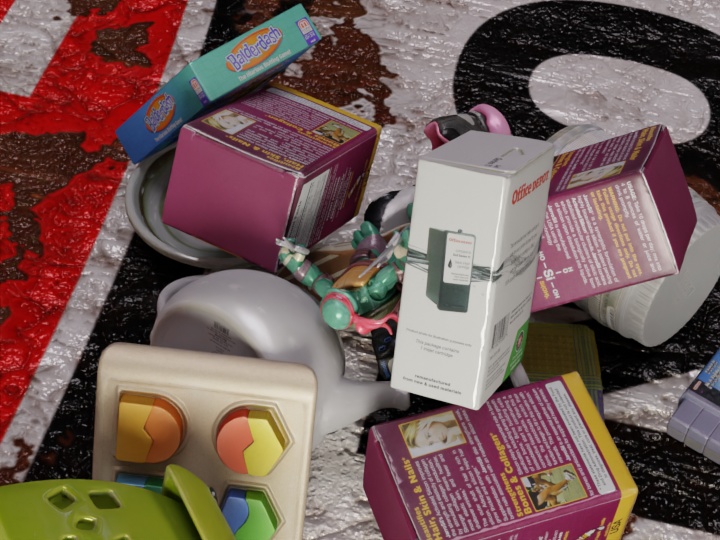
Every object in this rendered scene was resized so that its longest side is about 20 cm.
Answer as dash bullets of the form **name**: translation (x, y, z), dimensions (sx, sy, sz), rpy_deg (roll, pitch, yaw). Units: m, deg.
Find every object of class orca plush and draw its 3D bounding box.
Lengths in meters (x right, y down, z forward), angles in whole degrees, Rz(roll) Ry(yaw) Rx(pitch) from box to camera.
- **orca plush**: translation (0.068, -0.076, 1.645), dimensions (0.199, 0.106, 0.071), rpy_deg (-28, 44, -33)

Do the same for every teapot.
- **teapot**: translation (-0.087, 0.078, 1.419), dimensions (0.145, 0.196, 0.202), rpy_deg (-30, 92, -45)

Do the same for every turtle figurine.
- **turtle figurine**: translation (0.000, 0.000, 1.382), dimensions (0.148, 0.102, 0.200), rpy_deg (-1, 17, 24)

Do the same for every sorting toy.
- **sorting toy**: translation (-0.134, 0.169, 1.314), dimensions (0.182, 0.203, 0.037), rpy_deg (7, 16, 0)

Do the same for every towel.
- **towel**: translation (0.164, 0.123, 1.508), dimensions (0.141, 0.023, 0.202), rpy_deg (4, 45, -4)

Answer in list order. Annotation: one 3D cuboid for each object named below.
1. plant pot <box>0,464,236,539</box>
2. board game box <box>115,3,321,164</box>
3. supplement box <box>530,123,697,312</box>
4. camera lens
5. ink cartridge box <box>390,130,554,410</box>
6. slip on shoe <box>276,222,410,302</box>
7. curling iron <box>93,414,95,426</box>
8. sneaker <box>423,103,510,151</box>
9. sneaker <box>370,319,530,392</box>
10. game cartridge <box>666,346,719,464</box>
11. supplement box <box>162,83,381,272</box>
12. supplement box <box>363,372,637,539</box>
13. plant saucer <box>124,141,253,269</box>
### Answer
- **plant pot**: translation (-0.177, 0.277, 1.196), dimensions (0.179, 0.202, 0.200), rpy_deg (-12, 46, -26)
- **board game box**: translation (-0.147, -0.187, 1.596), dimensions (0.151, 0.199, 0.045), rpy_deg (-34, 94, -34)
- **supplement box**: translation (0.192, -0.042, 1.432), dimensions (0.198, 0.104, 0.131), rpy_deg (-16, 16, 26)
- **camera lens**: translation (0.251, -0.039, 1.580), dimensions (0.159, 0.161, 0.199), rpy_deg (-32, 56, -32)
- **ink cartridge box**: translation (0.096, -0.006, 1.324), dimensions (0.082, 0.203, 0.146), rpy_deg (13, 18, 19)
- **slip on shoe**: translation (0.006, 0.002, 1.537), dimensions (0.060, 0.198, 0.077), rpy_deg (6, 66, -55)
- **curling iron**: translation (-0.166, 0.179, 1.414), dimensions (0.199, 0.026, 0.050), rpy_deg (36, 73, 20)
- **sneaker**: translation (0.090, -0.064, 1.567), dimensions (0.094, 0.203, 0.079), rpy_deg (-8, 17, -36)
- **sneaker**: translation (0.076, 0.083, 1.488), dimensions (0.111, 0.074, 0.200), rpy_deg (-31, 36, -6)
- **game cartridge**: translation (0.396, 0.120, 1.530), dimensions (0.129, 0.039, 0.200), rpy_deg (33, 50, 19)
- **supplement box**: translation (-0.081, -0.094, 1.516), dimensions (0.130, 0.104, 0.200), rpy_deg (24, 25, 16)
- **supplement box**: translation (0.117, 0.188, 1.349), dimensions (0.197, 0.104, 0.132), rpy_deg (-12, 54, -15)
- **plant saucer**: translation (-0.145, -0.061, 1.636), dimensions (0.197, 0.051, 0.202), rpy_deg (3, 45, -3)
